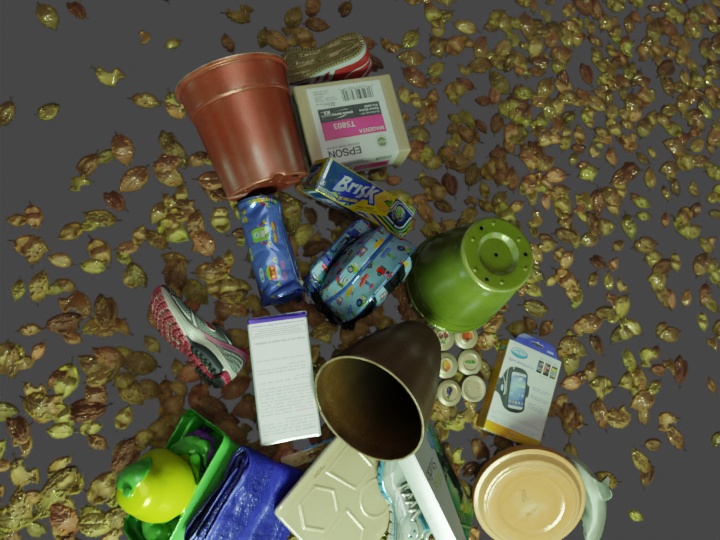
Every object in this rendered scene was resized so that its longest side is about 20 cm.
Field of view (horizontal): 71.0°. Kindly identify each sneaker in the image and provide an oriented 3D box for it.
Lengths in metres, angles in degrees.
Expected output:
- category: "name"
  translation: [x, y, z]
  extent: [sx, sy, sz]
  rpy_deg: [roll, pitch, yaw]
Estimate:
- category: "sneaker"
  translation: [0.085, 0.395, 0.838]
  extent: [0.075, 0.086, 0.202]
  rpy_deg: [-10, 89, -31]
- category: "sneaker"
  translation: [-0.072, -0.394, 0.998]
  extent: [0.199, 0.112, 0.072]
  rpy_deg: [-10, 83, 16]
- category: "sneaker"
  translation: [-0.277, 0.105, 0.854]
  extent: [0.200, 0.081, 0.075]
  rpy_deg: [49, 45, 0]

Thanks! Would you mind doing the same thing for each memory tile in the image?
- category: "memory tile"
  translation: [0.138, 0.180, 0.955]
  extent: [0.198, 0.017, 0.155]
  rpy_deg: [-2, 80, -13]

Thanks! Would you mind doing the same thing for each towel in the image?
- category: "towel"
  translation: [-0.156, 0.365, 0.775]
  extent: [0.049, 0.200, 0.148]
  rpy_deg: [22, 71, 37]

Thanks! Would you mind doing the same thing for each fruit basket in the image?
- category: "fruit basket"
  translation: [-0.282, 0.312, 0.741]
  extent: [0.215, 0.155, 0.217]
  rpy_deg: [-9, 103, -42]

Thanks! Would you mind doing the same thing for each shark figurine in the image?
- category: "shark figurine"
  translation: [0.418, 0.393, 0.943]
  extent: [0.128, 0.089, 0.215]
  rpy_deg: [-37, 91, -17]

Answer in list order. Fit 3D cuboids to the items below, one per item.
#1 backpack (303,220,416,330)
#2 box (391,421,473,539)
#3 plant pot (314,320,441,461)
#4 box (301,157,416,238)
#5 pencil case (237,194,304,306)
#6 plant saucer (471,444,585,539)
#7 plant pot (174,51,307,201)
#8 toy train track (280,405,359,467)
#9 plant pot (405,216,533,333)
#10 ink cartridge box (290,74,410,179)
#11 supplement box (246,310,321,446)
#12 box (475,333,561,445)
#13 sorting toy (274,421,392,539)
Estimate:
- category: "backpack"
  translation: [0.000, 0.000, 0.863]
  extent: [0.135, 0.200, 0.183]
  rpy_deg: [44, 75, -2]
- category: "box"
  translation: [0.127, 0.359, 0.858]
  extent: [0.036, 0.144, 0.201]
  rpy_deg: [-26, 87, 18]
- category: "plant pot"
  translation: [0.054, 0.169, 0.832]
  extent: [0.187, 0.187, 0.200]
  rpy_deg: [50, 38, 0]
- category: "box"
  translation: [-0.001, -0.127, 0.917]
  extent: [0.199, 0.070, 0.065]
  rpy_deg: [26, 84, -28]
- category: "pencil case"
  translation: [-0.157, -0.036, 0.897]
  extent: [0.086, 0.078, 0.201]
  rpy_deg: [-18, 83, 15]
- category: "plant saucer"
  translation: [0.300, 0.408, 0.898]
  extent: [0.199, 0.032, 0.202]
  rpy_deg: [0, 101, 1]
- category: "plant pot"
  translation: [-0.191, -0.236, 0.879]
  extent: [0.200, 0.201, 0.197]
  rpy_deg: [-19, 93, -15]
- category: "toy train track"
  translation: [-0.042, 0.297, 0.885]
  extent: [0.199, 0.033, 0.115]
  rpy_deg: [-18, 105, -9]
- category: "plant pot"
  translation: [0.204, -0.001, 0.904]
  extent: [0.199, 0.193, 0.202]
  rpy_deg: [3, 75, -12]
- category: "ink cartridge box"
  translation: [-0.021, -0.276, 0.975]
  extent: [0.199, 0.075, 0.166]
  rpy_deg: [-14, 82, -15]
- category: "supplement box"
  translation: [-0.131, 0.178, 0.852]
  extent: [0.103, 0.101, 0.202]
  rpy_deg: [-7, 81, -13]
- category: "box"
  translation: [0.309, 0.227, 0.974]
  extent: [0.118, 0.041, 0.201]
  rpy_deg: [24, 73, -7]
- category: "sorting toy"
  translation: [-0.025, 0.384, 0.841]
  extent: [0.185, 0.036, 0.200]
  rpy_deg: [-45, 109, -27]
